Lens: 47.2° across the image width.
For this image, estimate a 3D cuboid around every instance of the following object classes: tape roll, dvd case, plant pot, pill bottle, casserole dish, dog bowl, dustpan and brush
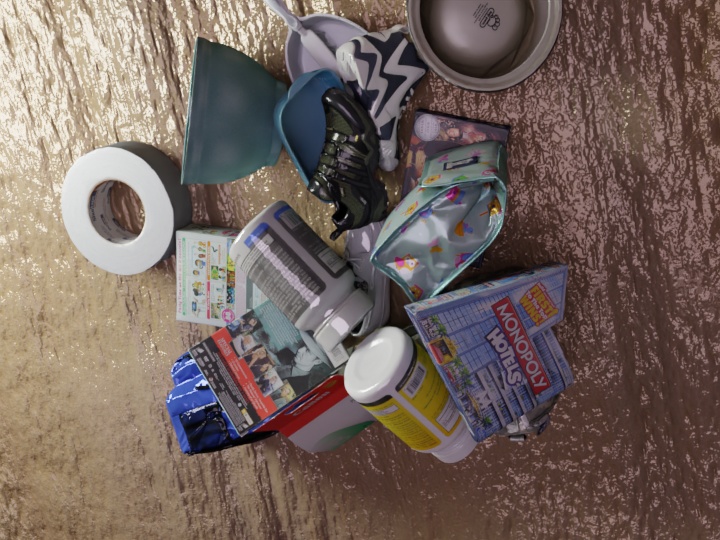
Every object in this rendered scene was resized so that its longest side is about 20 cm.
[{"bbox_3d":[-0.369,-0.098,1.302,0.197,0.066,0.204,5,108,14],"label":"tape roll"},{"bbox_3d":[-0.129,0.123,1.201,0.199,0.022,0.147,-33,90,-13],"label":"dvd case"},{"bbox_3d":[-0.176,-0.215,1.160,0.132,0.201,0.203,5,110,-14],"label":"plant pot"},{"bbox_3d":[-0.080,0.010,1.158,0.200,0.114,0.114,46,113,4],"label":"pill bottle"},{"bbox_3d":[0.078,0.177,1.134,0.112,0.113,0.200,-33,121,22],"label":"pill bottle"},{"bbox_3d":[-0.055,-0.187,1.144,0.039,0.121,0.201,23,152,43],"label":"casserole dish"},{"bbox_3d":[0.152,-0.328,1.054,0.197,0.074,0.204,0,96,-4],"label":"dog bowl"},{"bbox_3d":[-0.070,-0.323,1.152,0.139,0.057,0.201,-40,93,22],"label":"dustpan and brush"}]

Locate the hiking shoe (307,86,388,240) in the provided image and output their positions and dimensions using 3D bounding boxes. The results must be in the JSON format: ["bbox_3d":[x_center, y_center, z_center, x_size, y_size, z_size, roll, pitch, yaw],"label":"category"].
[{"bbox_3d":[-0.026,-0.141,1.109,0.075,0.100,0.202,22,135,54],"label":"hiking shoe"}]

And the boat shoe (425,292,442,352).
[{"bbox_3d":[0.114,0.115,1.226,0.069,0.070,0.203,-15,102,17],"label":"boat shoe"}]

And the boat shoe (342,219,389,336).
[{"bbox_3d":[0.000,0.000,1.219,0.071,0.068,0.203,16,114,32],"label":"boat shoe"}]

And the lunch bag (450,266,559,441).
[{"bbox_3d":[0.198,0.115,1.150,0.137,0.168,0.203,-15,102,19],"label":"lunch bag"}]

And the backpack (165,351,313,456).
[{"bbox_3d":[-0.185,0.185,1.284,0.197,0.162,0.170,-15,99,20],"label":"backpack"}]

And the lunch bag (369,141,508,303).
[{"bbox_3d":[0.115,-0.077,1.076,0.122,0.171,0.200,40,113,-7],"label":"lunch bag"}]

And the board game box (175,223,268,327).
[{"bbox_3d":[-0.186,0.014,1.286,0.197,0.064,0.150,8,107,12],"label":"board game box"}]

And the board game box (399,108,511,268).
[{"bbox_3d":[0.127,-0.116,1.172,0.133,0.035,0.203,13,109,12],"label":"board game box"}]

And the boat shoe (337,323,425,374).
[{"bbox_3d":[0.030,0.118,1.227,0.201,0.071,0.061,-38,59,42],"label":"boat shoe"}]

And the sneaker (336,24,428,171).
[{"bbox_3d":[0.051,-0.243,1.129,0.129,0.079,0.201,-32,125,-15],"label":"sneaker"}]

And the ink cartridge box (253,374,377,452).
[{"bbox_3d":[-0.038,0.211,1.206,0.160,0.199,0.051,-37,70,19],"label":"ink cartridge box"}]

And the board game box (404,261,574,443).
[{"bbox_3d":[0.188,0.085,1.031,0.198,0.062,0.202,-30,100,-4],"label":"board game box"}]
